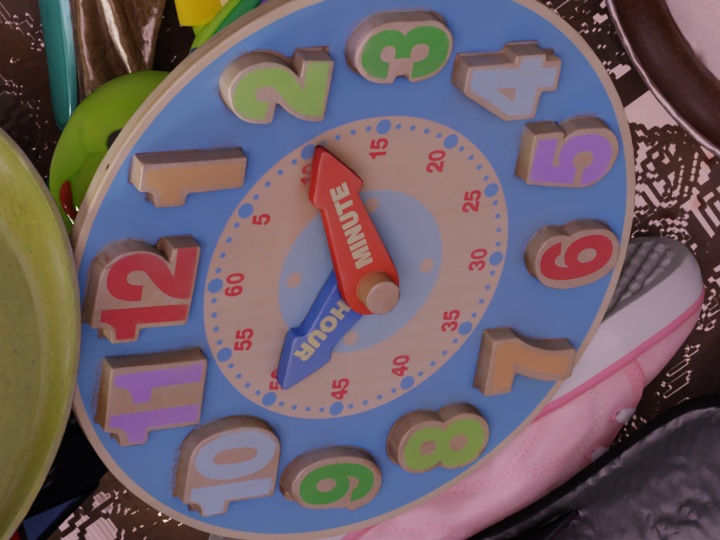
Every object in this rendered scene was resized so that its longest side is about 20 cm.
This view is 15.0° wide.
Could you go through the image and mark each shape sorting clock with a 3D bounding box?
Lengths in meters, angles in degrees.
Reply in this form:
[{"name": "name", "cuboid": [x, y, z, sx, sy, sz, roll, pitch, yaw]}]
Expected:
[{"name": "shape sorting clock", "cuboid": [0.000, 0.000, 0.851, 0.199, 0.039, 0.201, -12, 123, -19]}]

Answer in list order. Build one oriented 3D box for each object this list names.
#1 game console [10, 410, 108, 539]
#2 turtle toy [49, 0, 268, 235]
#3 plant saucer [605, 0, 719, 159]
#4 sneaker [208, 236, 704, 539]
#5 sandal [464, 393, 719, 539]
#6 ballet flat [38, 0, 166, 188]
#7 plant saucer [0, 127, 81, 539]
[{"name": "game console", "cuboid": [-0.135, 0.152, 0.874, 0.200, 0.172, 0.119, -44, 79, 24]}, {"name": "turtle toy", "cuboid": [-0.010, -0.047, 0.907, 0.199, 0.101, 0.147, -16, 102, -19]}, {"name": "plant saucer", "cuboid": [0.178, -0.123, 0.935, 0.199, 0.034, 0.202, 0, 97, 1]}, {"name": "sneaker", "cuboid": [0.053, 0.078, 0.971, 0.200, 0.075, 0.105, -36, 110, 4]}, {"name": "sandal", "cuboid": [0.060, 0.117, 0.914, 0.200, 0.048, 0.075, -43, 98, 15]}, {"name": "ballet flat", "cuboid": [-0.080, -0.041, 0.962, 0.072, 0.068, 0.201, -1, 98, -17]}, {"name": "plant saucer", "cuboid": [-0.173, 0.033, 0.810, 0.199, 0.031, 0.201, -5, 66, 11]}]
